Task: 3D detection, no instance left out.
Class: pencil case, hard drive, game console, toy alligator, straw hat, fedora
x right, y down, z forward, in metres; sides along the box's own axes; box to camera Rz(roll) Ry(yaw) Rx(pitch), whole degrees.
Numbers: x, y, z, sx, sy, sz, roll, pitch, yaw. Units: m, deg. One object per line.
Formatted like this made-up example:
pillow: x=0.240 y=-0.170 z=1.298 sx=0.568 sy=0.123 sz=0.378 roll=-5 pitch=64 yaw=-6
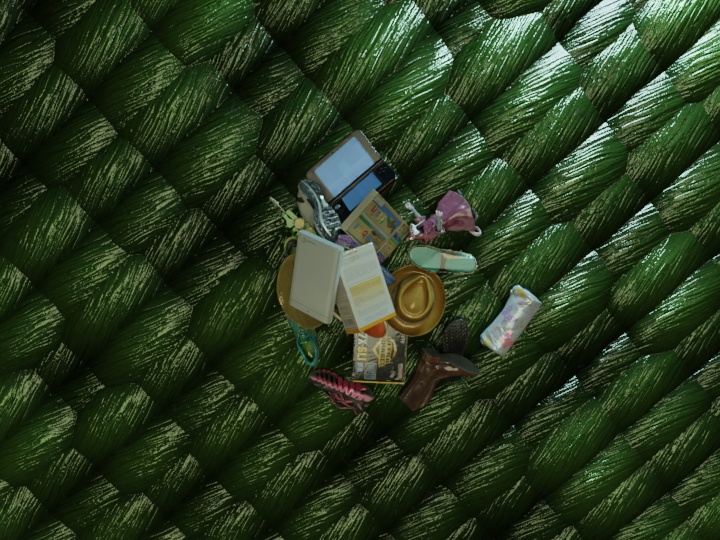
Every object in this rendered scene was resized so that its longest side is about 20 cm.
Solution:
pencil case: x=0.424 y=0.142 z=1.532 sx=0.090 sy=0.083 sz=0.202 roll=30 pitch=99 yaw=-12
hard drive: x=-0.112 y=0.017 z=1.350 sx=0.131 sy=0.027 sz=0.203 roll=24 pitch=116 yaw=28
game console: x=-0.027 y=-0.250 z=1.446 sx=0.199 sy=0.173 sz=0.119 roll=-40 pitch=125 yaw=6
toy alligator: x=-0.179 y=-0.123 z=1.488 sx=0.199 sy=0.059 sz=0.055 roll=34 pitch=92 yaw=-6
straw hat: x=-0.127 y=0.045 z=1.438 sx=0.198 sy=0.085 sz=0.205 roll=11 pitch=110 yaw=32
fedora: x=0.149 y=0.077 z=1.490 sx=0.197 sy=0.082 sz=0.204 roll=1 pitch=79 yaw=-2

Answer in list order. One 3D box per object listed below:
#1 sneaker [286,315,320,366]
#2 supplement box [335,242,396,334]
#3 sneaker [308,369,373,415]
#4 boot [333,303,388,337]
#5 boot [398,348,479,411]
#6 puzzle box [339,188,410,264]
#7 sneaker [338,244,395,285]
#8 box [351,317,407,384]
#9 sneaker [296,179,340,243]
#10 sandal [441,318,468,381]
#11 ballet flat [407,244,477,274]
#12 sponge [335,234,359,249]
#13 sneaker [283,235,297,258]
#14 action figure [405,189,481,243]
sneaker: x=-0.158 y=0.174 z=1.531 sx=0.076 sy=0.080 sz=0.203 roll=-20 pitch=99 yaw=3
supplement box: x=-0.003 y=0.045 z=1.384 sx=0.125 sy=0.073 sz=0.203 roll=-20 pitch=93 yaw=-33
sneaker: x=-0.066 y=0.359 z=1.573 sx=0.197 sy=0.079 sz=0.096 roll=24 pitch=110 yaw=-3
boot: x=-0.008 y=0.129 z=1.460 sx=0.199 sy=0.108 sz=0.075 roll=39 pitch=109 yaw=-11
boot: x=0.222 y=0.330 z=1.557 sx=0.184 sy=0.064 sz=0.202 roll=19 pitch=115 yaw=-4
puzzle box: x=0.044 y=-0.113 z=1.447 sx=0.133 sy=0.025 sz=0.200 roll=-48 pitch=139 yaw=4
sneaker: x=0.000 y=0.000 z=1.480 sx=0.198 sy=0.074 sz=0.083 roll=25 pitch=94 yaw=2
box: x=0.055 y=0.221 z=1.559 sx=0.157 sy=0.049 sz=0.204 roll=4 pitch=100 yaw=0
sneaker: x=-0.113 y=-0.144 z=1.434 sx=0.073 sy=0.080 sz=0.202 roll=-10 pitch=59 yaw=-30
sandal: x=0.268 y=0.225 z=1.568 sx=0.074 sy=0.048 sz=0.204 roll=3 pitch=112 yaw=0
ballet flat: x=0.226 y=-0.028 z=1.511 sx=0.197 sy=0.064 sz=0.077 roll=13 pitch=98 yaw=-1
sponge: x=-0.045 y=0.001 z=1.528 sx=0.110 sy=0.030 sz=0.204 roll=7 pitch=99 yaw=-4
sneaker: x=-0.166 y=0.006 z=1.502 sx=0.073 sy=0.081 sz=0.203 roll=-22 pitch=99 yaw=3
action figure: x=0.210 y=-0.128 z=1.480 sx=0.198 sy=0.134 sz=0.150 roll=-33 pitch=126 yaw=-4
